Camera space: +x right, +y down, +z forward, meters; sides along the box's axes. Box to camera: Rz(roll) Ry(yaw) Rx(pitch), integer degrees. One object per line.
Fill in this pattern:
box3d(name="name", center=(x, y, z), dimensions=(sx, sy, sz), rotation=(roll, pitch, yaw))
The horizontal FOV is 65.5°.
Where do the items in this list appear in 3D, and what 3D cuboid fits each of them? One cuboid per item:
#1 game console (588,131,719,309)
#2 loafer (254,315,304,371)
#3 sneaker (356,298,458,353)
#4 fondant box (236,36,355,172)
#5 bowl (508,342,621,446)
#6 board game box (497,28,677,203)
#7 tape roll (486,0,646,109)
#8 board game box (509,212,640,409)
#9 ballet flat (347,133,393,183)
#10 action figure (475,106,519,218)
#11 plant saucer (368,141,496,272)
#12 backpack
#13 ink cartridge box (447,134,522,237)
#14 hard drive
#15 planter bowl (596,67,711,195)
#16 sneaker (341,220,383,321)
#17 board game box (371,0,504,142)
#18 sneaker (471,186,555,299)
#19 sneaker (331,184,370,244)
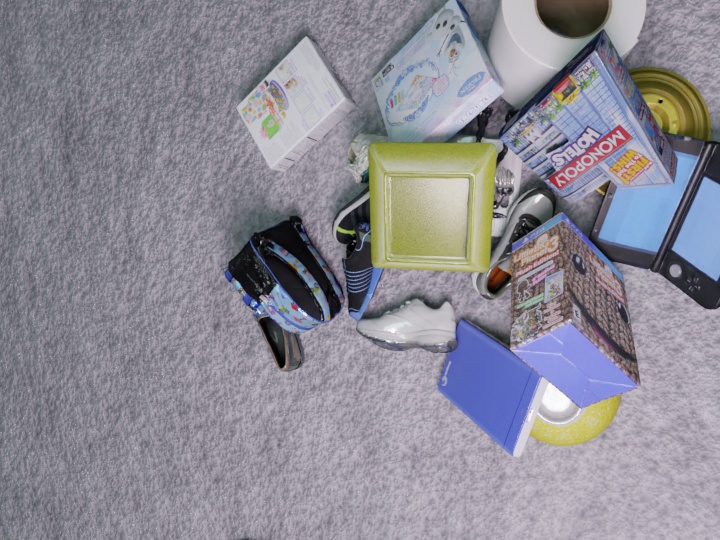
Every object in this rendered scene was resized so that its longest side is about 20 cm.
box3d(name="game console", center=(0.436, -0.070, 0.776), dimensions=(0.114, 0.172, 0.206), rotation=(-4, 123, -18))
box3d(name="loafer", center=(-0.171, 0.101, 1.101), dimensions=(0.070, 0.063, 0.205), rotation=(-29, 81, 20))
box3d(name="sneaker", center=(0.084, 0.098, 1.002), dimensions=(0.193, 0.074, 0.091), rotation=(0, 70, 24))
box3d(name="fondant box", center=(-0.126, -0.313, 1.068), dimensions=(0.198, 0.058, 0.147), rotation=(-36, 79, 19))
box3d(name="bowl", center=(0.311, 0.186, 0.882), dimensions=(0.193, 0.107, 0.209), rotation=(1, 92, 22))
box3d(name="board game box", center=(0.314, -0.170, 0.753), dimensions=(0.198, 0.062, 0.200), rotation=(40, 144, -6))
box3d(name="tape roll", center=(0.291, -0.351, 0.819), dimensions=(0.194, 0.139, 0.212), rotation=(0, 81, 3))
box3d(name="board game box", center=(0.298, 0.055, 0.791), dimensions=(0.158, 0.204, 0.096), rotation=(37, 133, -21))
box3d(name="ballet flat", center=(0.006, -0.194, 0.947), dimensions=(0.069, 0.200, 0.075), rotation=(0, 87, -9))
box3d(name="action figure", center=(0.192, -0.157, 0.890), dimensions=(0.115, 0.102, 0.208), rotation=(15, 94, 17))
box3d(name="plant saucer", center=(0.105, -0.086, 0.850), dimensions=(0.191, 0.048, 0.208), rotation=(3, 114, 11))
box3d(name="backpack", center=(-0.129, 0.025, 1.028), dimensions=(0.134, 0.182, 0.202), rotation=(-40, 90, 27))
box3d(name="ink cartridge box", center=(0.174, -0.147, 0.967), dimensions=(0.192, 0.050, 0.168), rotation=(6, 94, 6))
box3d(name="hard drive", center=(0.207, 0.181, 0.905), dimensions=(0.199, 0.025, 0.137), rotation=(35, 110, 57))
box3d(name="planter bowl", center=(0.420, -0.207, 0.833), dimensions=(0.193, 0.083, 0.210), rotation=(1, 93, 22))
box3d(name="sneaker", center=(0.000, 0.000, 0.990), dimensions=(0.076, 0.071, 0.204), rotation=(25, 128, 5))
box3d(name="board game box", center=(0.116, -0.302, 0.914), dimensions=(0.198, 0.043, 0.205), rotation=(-36, 51, 33))
box3d(name="sneaker", center=(0.254, -0.037, 0.902), dimensions=(0.072, 0.080, 0.204), rotation=(27, 105, -6))
box3d(name="sneaker", center=(0.019, -0.089, 0.981), dimensions=(0.199, 0.070, 0.085), rotation=(-43, 63, 41))
